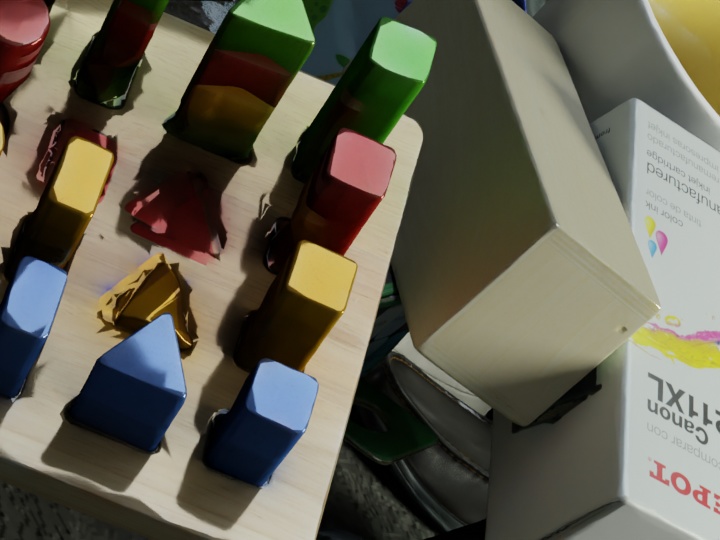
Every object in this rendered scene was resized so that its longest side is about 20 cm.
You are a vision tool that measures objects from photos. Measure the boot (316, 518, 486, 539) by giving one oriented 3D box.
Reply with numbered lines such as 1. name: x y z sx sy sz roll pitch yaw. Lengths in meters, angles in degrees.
1. boot: 0.065 0.177 1.060 0.168 0.077 0.200 6 39 -55

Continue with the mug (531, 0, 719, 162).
1. mug: 0.124 -0.066 1.236 0.150 0.153 0.186 56 31 4

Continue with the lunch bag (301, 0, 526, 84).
1. lunch bag: 0.025 -0.116 1.391 0.200 0.127 0.171 32 50 -75

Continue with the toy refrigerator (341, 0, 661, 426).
1. toy refrigerator: 0.054 -0.034 1.085 0.070 0.076 0.200 36 22 -30

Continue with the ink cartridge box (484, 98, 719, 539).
1. ink cartridge box: 0.133 0.055 1.097 0.145 0.083 0.201 30 46 -28

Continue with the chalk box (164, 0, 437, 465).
1. chalk box: -0.050 0.005 1.088 0.200 0.124 0.125 52 20 10

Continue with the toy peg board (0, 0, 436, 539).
1. toy peg board: -0.077 -0.028 0.935 0.199 0.098 0.200 22 56 -9

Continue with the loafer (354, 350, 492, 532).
1. loafer: 0.081 0.100 1.239 0.200 0.072 0.073 41 22 -12

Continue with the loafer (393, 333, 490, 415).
1. loafer: 0.000 0.000 1.262 0.200 0.070 0.070 36 16 -28
